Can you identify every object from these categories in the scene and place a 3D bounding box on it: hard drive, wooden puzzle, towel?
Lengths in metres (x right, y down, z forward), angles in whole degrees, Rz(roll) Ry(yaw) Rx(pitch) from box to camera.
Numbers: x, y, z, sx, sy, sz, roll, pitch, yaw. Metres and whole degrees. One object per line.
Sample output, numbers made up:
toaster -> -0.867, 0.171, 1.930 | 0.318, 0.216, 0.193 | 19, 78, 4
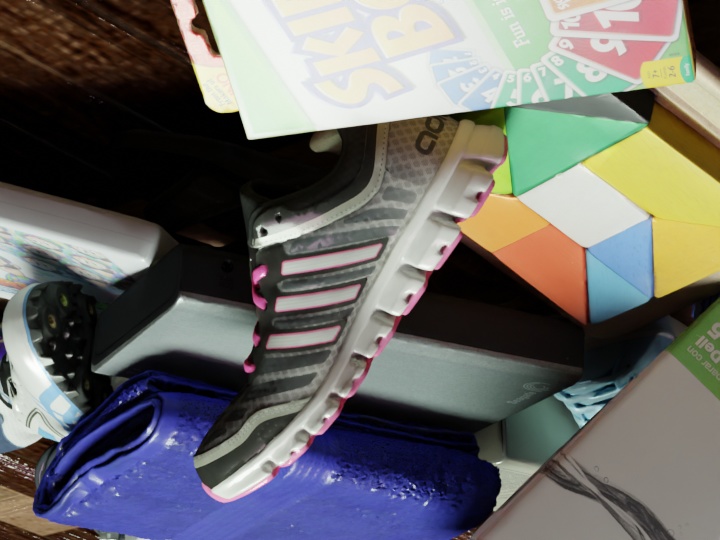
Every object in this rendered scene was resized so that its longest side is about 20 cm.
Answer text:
hard drive -> -0.012, 0.036, 1.091 | 0.200, 0.033, 0.140 | 11, 160, -20
wooden puzzle -> 0.103, -0.037, 1.002 | 0.200, 0.037, 0.185 | 31, 145, -25
towel -> -0.047, 0.102, 1.148 | 0.200, 0.050, 0.148 | 16, 151, -28

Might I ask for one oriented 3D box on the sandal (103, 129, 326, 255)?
sandal -> -0.059, -0.027, 1.086 | 0.200, 0.048, 0.075 | 13, 160, 44

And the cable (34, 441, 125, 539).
cable -> -0.110, 0.134, 1.522 | 0.200, 0.051, 0.163 | -4, 146, 11

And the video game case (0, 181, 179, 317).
video game case -> -0.158, -0.006, 1.162 | 0.200, 0.024, 0.182 | 15, 166, 22

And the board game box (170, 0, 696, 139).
board game box -> 0.024, -0.103, 0.888 | 0.200, 0.030, 0.096 | -5, 133, 13

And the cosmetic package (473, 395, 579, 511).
cosmetic package -> 0.079, 0.089, 1.286 | 0.103, 0.073, 0.200 | -10, 166, 28

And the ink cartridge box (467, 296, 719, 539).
ink cartridge box -> 0.122, 0.115, 1.081 | 0.084, 0.200, 0.146 | 46, 170, 7

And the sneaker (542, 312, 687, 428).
sneaker -> 0.140, 0.065, 1.209 | 0.074, 0.082, 0.200 | -17, 165, 25

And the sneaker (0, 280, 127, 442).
sneaker -> -0.160, 0.053, 1.182 | 0.072, 0.072, 0.200 | -8, 166, 2

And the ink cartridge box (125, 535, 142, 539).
ink cartridge box -> -0.071, 0.135, 1.422 | 0.116, 0.067, 0.200 | 16, 138, -21

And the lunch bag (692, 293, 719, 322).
lunch bag -> 0.238, 0.008, 1.132 | 0.160, 0.076, 0.200 | 6, 154, 5

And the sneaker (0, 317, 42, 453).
sneaker -> -0.253, 0.046, 1.329 | 0.146, 0.081, 0.200 | -19, 143, 27

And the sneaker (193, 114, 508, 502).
sneaker -> -0.024, 0.004, 0.972 | 0.087, 0.200, 0.074 | 34, -167, -1

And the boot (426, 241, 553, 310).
boot -> 0.000, 0.000, 1.178 | 0.200, 0.066, 0.175 | -13, 149, 38
